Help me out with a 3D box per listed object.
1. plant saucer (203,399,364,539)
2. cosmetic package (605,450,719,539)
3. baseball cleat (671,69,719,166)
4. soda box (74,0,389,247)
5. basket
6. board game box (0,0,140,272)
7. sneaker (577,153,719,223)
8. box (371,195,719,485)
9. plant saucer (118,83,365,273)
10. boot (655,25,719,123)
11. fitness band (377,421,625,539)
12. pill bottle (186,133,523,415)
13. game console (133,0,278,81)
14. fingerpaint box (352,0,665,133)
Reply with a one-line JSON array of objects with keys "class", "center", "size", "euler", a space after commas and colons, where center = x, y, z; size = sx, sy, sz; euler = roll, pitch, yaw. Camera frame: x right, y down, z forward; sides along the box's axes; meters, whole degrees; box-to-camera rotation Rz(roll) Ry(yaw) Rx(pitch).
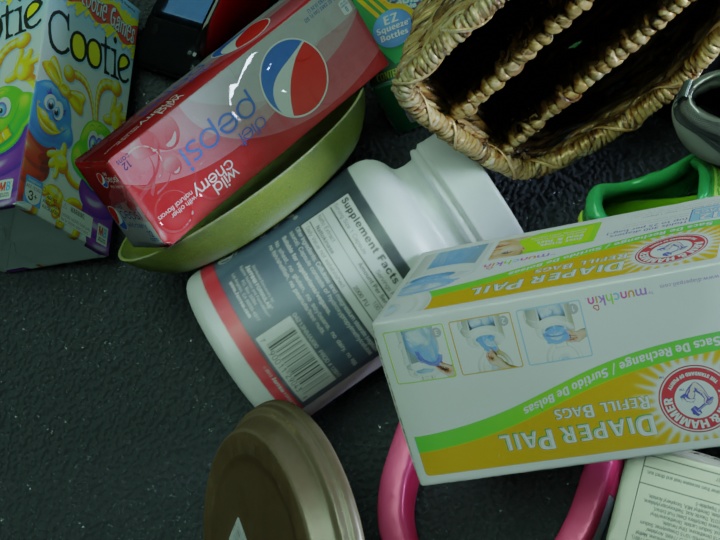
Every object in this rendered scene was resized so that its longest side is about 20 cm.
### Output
[{"class": "plant saucer", "center": [-0.050, 0.178, 0.881], "size": [0.029, 0.200, 0.201], "euler": [-5, 61, -27]}, {"class": "cosmetic package", "center": [0.177, 0.203, 0.823], "size": [0.104, 0.071, 0.202], "euler": [15, 89, 20]}, {"class": "baseball cleat", "center": [0.274, -0.073, 0.837], "size": [0.198, 0.106, 0.070], "euler": [7, 85, 9]}, {"class": "soda box", "center": [-0.080, -0.101, 0.951], "size": [0.200, 0.070, 0.063], "euler": [-43, 23, -22]}, {"class": "basket", "center": [0.133, -0.141, 0.880], "size": [0.200, 0.149, 0.143], "euler": [-39, 105, 22]}, {"class": "board game box", "center": [-0.239, -0.115, 1.084], "size": [0.102, 0.105, 0.202], "euler": [-8, 67, 28]}, {"class": "sneaker", "center": [0.229, -0.028, 0.912], "size": [0.198, 0.084, 0.075], "euler": [-5, 64, 16]}, {"class": "box", "center": [0.123, 0.038, 0.829], "size": [0.198, 0.113, 0.102], "euler": [-11, 108, 22]}, {"class": "plant saucer", "center": [-0.072, -0.057, 0.996], "size": [0.199, 0.200, 0.031], "euler": [-35, 107, 3]}, {"class": "boot", "center": [0.291, -0.170, 0.950], "size": [0.199, 0.076, 0.170], "euler": [10, 77, 28]}, {"class": "fitness band", "center": [0.089, 0.117, 0.931], "size": [0.143, 0.037, 0.201], "euler": [15, 74, 23]}, {"class": "pill bottle", "center": [0.000, 0.000, 0.960], "size": [0.199, 0.120, 0.120], "euler": [-34, 63, 3]}, {"class": "game console", "center": [-0.096, -0.238, 1.059], "size": [0.172, 0.119, 0.201], "euler": [22, 83, 38]}, {"class": "fingerpaint box", "center": [0.093, -0.210, 1.035], "size": [0.198, 0.073, 0.168], "euler": [-16, 65, 12]}]
